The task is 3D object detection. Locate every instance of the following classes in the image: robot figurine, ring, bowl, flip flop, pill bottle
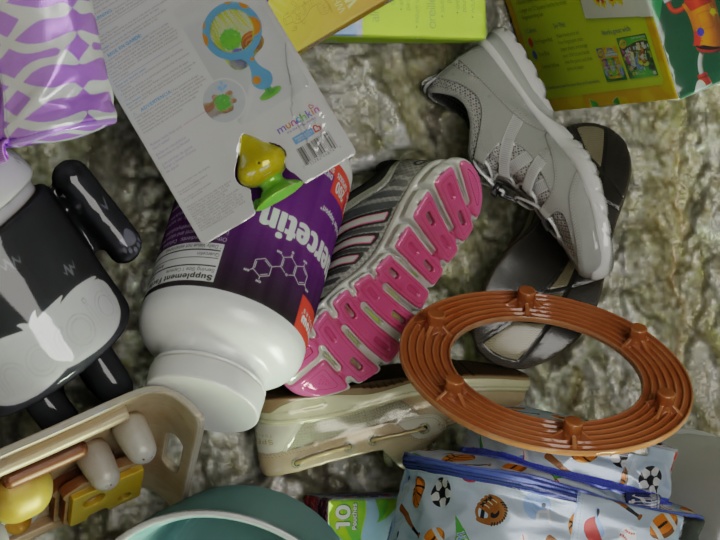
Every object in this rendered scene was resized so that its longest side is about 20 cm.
[{"bbox_3d":[-0.229,0.013,1.626,0.200,0.125,0.150,56,42,-14],"label":"robot figurine"},{"bbox_3d":[0.124,0.061,1.675,0.199,0.201,0.019,-3,122,-22],"label":"ring"},{"bbox_3d":[-0.080,0.223,1.672,0.200,0.105,0.202,4,114,9],"label":"bowl"},{"bbox_3d":[0.137,-0.015,1.812,0.081,0.058,0.201,24,66,-5],"label":"flip flop"},{"bbox_3d":[-0.079,0.001,1.661,0.112,0.112,0.201,26,61,-20],"label":"pill bottle"}]

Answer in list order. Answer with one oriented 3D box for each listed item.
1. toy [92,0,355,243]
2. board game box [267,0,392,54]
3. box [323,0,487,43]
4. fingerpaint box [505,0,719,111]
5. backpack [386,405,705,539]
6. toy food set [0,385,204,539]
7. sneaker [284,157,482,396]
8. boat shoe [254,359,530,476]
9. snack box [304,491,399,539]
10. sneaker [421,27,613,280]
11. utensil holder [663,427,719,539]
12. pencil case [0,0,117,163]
[{"bbox_3d":[-0.100,-0.127,1.627,0.115,0.047,0.201,-31,79,-1],"label":"toy"},{"bbox_3d":[-0.082,-0.206,1.673,0.199,0.040,0.153,-31,91,2],"label":"board game box"},{"bbox_3d":[-0.011,-0.219,1.750,0.199,0.048,0.123,-1,90,-21],"label":"box"},{"bbox_3d":[0.174,-0.202,1.745,0.073,0.200,0.168,-22,98,-21],"label":"fingerpaint box"},{"bbox_3d":[0.116,0.167,1.683,0.190,0.200,0.155,6,81,-17],"label":"backpack"},{"bbox_3d":[-0.197,0.159,1.623,0.199,0.144,0.061,-23,67,-21],"label":"toy food set"},{"bbox_3d":[0.000,0.000,1.739,0.200,0.087,0.074,-54,129,-14],"label":"sneaker"},{"bbox_3d":[0.023,0.103,1.759,0.199,0.072,0.065,-7,99,-16],"label":"boat shoe"},{"bbox_3d":[0.060,0.228,1.781,0.199,0.053,0.143,1,89,-22],"label":"snack box"},{"bbox_3d":[0.113,-0.070,1.771,0.082,0.075,0.201,-27,65,-5],"label":"sneaker"},{"bbox_3d":[0.267,0.203,1.788,0.169,0.200,0.171,-1,91,-23],"label":"utensil holder"},{"bbox_3d":[-0.213,-0.173,1.580,0.085,0.084,0.201,-15,89,-35],"label":"pencil case"}]
